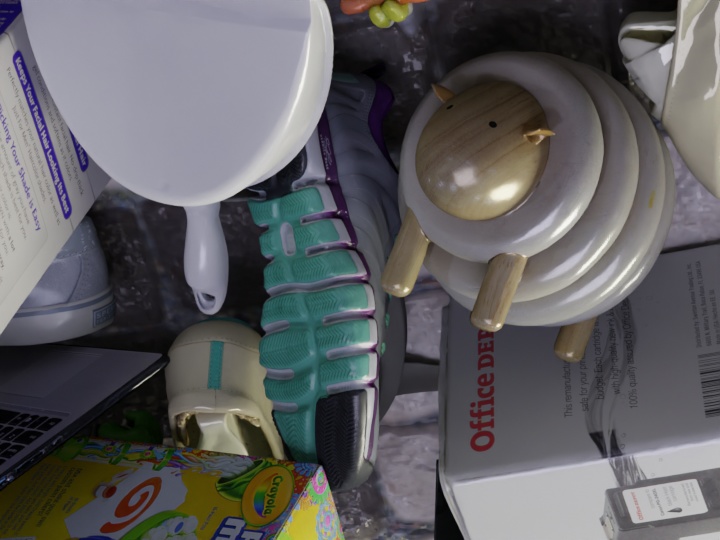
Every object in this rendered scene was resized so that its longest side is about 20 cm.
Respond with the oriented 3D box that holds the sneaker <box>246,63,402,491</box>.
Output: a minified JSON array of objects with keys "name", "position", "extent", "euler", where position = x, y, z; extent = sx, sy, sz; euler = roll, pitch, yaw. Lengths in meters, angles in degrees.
[{"name":"sneaker","position":[0.000,0.000,0.945],"extent":[0.074,0.087,0.200],"euler":[-3,96,50]}]

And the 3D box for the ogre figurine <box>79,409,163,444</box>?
[{"name":"ogre figurine","position":[-0.173,0.142,1.111],"extent":[0.120,0.098,0.200],"euler":[3,162,-7]}]

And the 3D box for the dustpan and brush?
[{"name":"dustpan and brush","position":[-0.077,-0.055,0.894],"extent":[0.139,0.057,0.200],"euler":[11,121,15]}]

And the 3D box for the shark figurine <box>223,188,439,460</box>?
[{"name":"shark figurine","position":[-0.008,0.034,1.022],"extent":[0.128,0.090,0.215],"euler":[-2,128,5]}]

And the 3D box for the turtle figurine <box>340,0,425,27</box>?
[{"name":"turtle figurine","position":[-0.051,-0.167,0.888],"extent":[0.200,0.064,0.161],"euler":[47,123,2]}]

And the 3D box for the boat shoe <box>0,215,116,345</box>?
[{"name":"boat shoe","position":[-0.224,-0.001,1.034],"extent":[0.200,0.070,0.072],"euler":[-2,103,12]}]

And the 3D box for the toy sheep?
[{"name":"toy sheep","position":[0.083,-0.033,0.932],"extent":[0.138,0.138,0.200],"euler":[-23,161,20]}]

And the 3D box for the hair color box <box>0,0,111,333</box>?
[{"name":"hair color box","position":[-0.172,-0.055,0.895],"extent":[0.065,0.200,0.109],"euler":[3,128,22]}]

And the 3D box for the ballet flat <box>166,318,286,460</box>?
[{"name":"ballet flat","position":[-0.065,0.111,1.025],"extent":[0.069,0.070,0.200],"euler":[-3,136,7]}]

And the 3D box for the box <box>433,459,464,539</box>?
[{"name":"box","position":[0.150,0.165,1.063],"extent":[0.200,0.149,0.124],"euler":[-16,124,16]}]

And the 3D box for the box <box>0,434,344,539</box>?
[{"name":"box","position":[-0.128,0.187,0.923],"extent":[0.192,0.200,0.122],"euler":[4,128,26]}]

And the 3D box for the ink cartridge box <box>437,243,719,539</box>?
[{"name":"ink cartridge box","position":[0.145,0.067,0.994],"extent":[0.200,0.145,0.083],"euler":[-11,127,12]}]

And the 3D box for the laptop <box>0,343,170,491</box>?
[{"name":"laptop","position":[-0.233,0.048,0.954],"extent":[0.187,0.200,0.116],"euler":[2,123,55]}]

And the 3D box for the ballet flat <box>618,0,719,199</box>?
[{"name":"ballet flat","position":[0.147,-0.126,0.907],"extent":[0.069,0.070,0.200],"euler":[1,120,4]}]
